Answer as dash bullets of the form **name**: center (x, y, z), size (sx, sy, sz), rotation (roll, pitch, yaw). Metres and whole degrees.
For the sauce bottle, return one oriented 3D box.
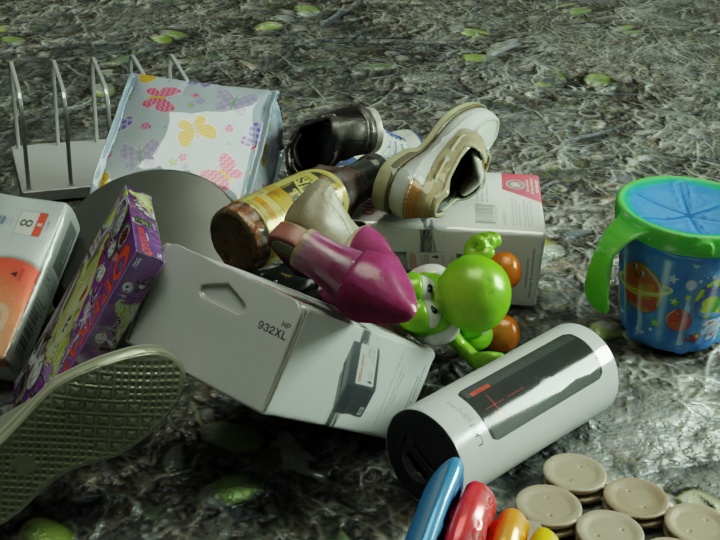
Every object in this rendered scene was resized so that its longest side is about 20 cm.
- **sauce bottle**: center (-0.047, -0.061, 1.169), size (0.066, 0.067, 0.199), rotation (22, 37, 33)

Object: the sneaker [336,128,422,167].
- **sneaker**: center (0.021, -0.138, 1.467), size (0.075, 0.089, 0.200), rotation (13, 28, 24)

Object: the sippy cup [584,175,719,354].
- **sippy cup**: center (0.294, -0.001, 1.179), size (0.176, 0.131, 0.140), rotation (6, 28, 6)

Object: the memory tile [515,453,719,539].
- **memory tile**: center (0.165, 0.202, 0.901), size (0.152, 0.017, 0.200), rotation (19, 31, 28)

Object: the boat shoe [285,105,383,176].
- **boat shoe**: center (-0.046, -0.133, 1.343), size (0.057, 0.068, 0.200), rotation (-6, -4, -28)

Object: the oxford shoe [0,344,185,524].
- **oxford shoe**: center (-0.212, 0.110, 0.911), size (0.199, 0.075, 0.058), rotation (-34, 21, 7)

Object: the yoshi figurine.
- **yoshi figurine**: center (0.097, 0.027, 1.070), size (0.112, 0.112, 0.200), rotation (45, 16, 18)

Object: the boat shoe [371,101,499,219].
- **boat shoe**: center (0.090, -0.100, 1.243), size (0.068, 0.075, 0.200), rotation (23, 41, 24)

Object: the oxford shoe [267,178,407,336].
- **oxford shoe**: center (0.000, 0.000, 1.094), size (0.070, 0.200, 0.075), rotation (19, 70, 36)

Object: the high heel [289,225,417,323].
- **high heel**: center (0.017, 0.011, 0.955), size (0.096, 0.068, 0.200), rotation (32, -1, 13)

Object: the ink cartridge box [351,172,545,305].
- **ink cartridge box**: center (0.078, -0.038, 1.282), size (0.198, 0.086, 0.146), rotation (5, 27, 3)

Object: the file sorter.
- **file sorter**: center (-0.293, -0.168, 1.459), size (0.198, 0.126, 0.139), rotation (-6, 29, -18)

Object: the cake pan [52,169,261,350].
- **cake pan**: center (-0.190, -0.014, 1.171), size (0.198, 0.037, 0.202), rotation (-2, 54, 3)

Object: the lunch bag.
- **lunch bag**: center (-0.177, -0.088, 1.310), size (0.168, 0.128, 0.201), rotation (6, 53, 5)

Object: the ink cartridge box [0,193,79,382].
- **ink cartridge box**: center (-0.365, 0.002, 1.123), size (0.198, 0.050, 0.163), rotation (10, 59, 8)

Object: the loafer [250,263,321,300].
- **loafer**: center (-0.055, 0.028, 1.157), size (0.200, 0.071, 0.068), rotation (-18, 38, -39)

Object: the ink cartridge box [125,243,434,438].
- **ink cartridge box**: center (-0.057, 0.059, 0.984), size (0.144, 0.084, 0.200), rotation (23, 0, 32)

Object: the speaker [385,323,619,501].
- **speaker**: center (0.113, 0.111, 1.004), size (0.199, 0.082, 0.081), rotation (-22, 36, -40)

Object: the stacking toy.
- **stacking toy**: center (0.120, 0.205, 0.788), size (0.198, 0.117, 0.110), rotation (17, 46, 12)

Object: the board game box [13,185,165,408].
- **board game box**: center (-0.212, 0.044, 0.987), size (0.032, 0.201, 0.120), rotation (23, 18, -29)
